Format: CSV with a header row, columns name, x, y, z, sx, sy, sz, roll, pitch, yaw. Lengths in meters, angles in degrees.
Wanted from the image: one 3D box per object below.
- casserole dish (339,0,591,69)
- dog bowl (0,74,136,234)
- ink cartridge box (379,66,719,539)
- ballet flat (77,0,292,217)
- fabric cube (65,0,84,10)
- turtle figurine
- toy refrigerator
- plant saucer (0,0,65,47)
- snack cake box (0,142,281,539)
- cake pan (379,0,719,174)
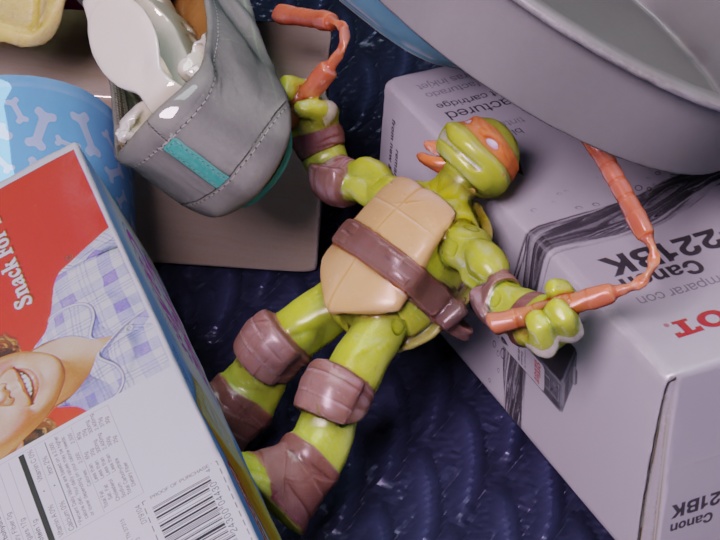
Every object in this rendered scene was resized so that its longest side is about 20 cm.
name,x,y,z,sx,sy,sz,roll,pitch,yaw
casserole dish,0.007,-0.128,0.869,0.200,0.039,0.121,42,23,30
dog bowl,-0.169,-0.005,0.813,0.198,0.112,0.050,-9,51,-17
ink cartridge box,0.112,-0.001,0.847,0.143,0.084,0.200,-14,40,-23
ballet flat,-0.073,-0.096,0.836,0.063,0.067,0.201,29,23,-33
fabric cube,-0.202,-0.222,1.025,0.194,0.201,0.200,-9,37,-18
turtle figurine,0.000,0.000,0.795,0.162,0.064,0.200,-49,53,-4
toy refrigerator,-0.112,-0.055,0.909,0.198,0.076,0.070,3,36,1
plant saucer,-0.168,-0.201,0.839,0.198,0.202,0.048,17,10,13
snack cake box,-0.098,0.063,0.718,0.114,0.067,0.201,-29,44,0
cake pan,0.063,-0.101,0.778,0.199,0.037,0.201,28,26,-15
